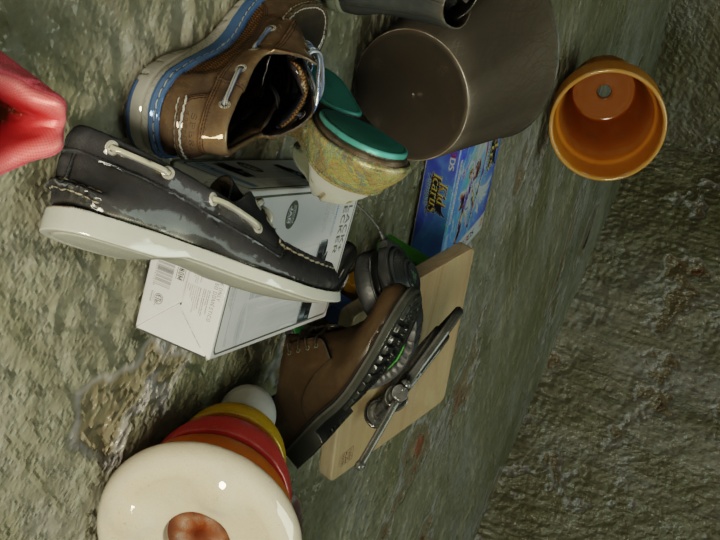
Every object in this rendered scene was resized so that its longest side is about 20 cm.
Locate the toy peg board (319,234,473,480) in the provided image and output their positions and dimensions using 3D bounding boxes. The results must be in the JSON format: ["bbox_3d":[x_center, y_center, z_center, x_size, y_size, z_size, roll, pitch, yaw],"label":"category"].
[{"bbox_3d":[0.009,0.074,1.061,0.198,0.097,0.203,-27,135,-44],"label":"toy peg board"}]

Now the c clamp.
[{"bbox_3d":[0.037,0.105,0.942,0.172,0.027,0.200,-55,176,-9],"label":"c clamp"}]

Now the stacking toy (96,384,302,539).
[{"bbox_3d":[-0.100,0.151,0.766,0.201,0.143,0.149,-71,173,-67],"label":"stacking toy"}]

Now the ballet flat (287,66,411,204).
[{"bbox_3d":[-0.018,-0.083,0.688,0.201,0.069,0.072,-122,-141,-58],"label":"ballet flat"}]

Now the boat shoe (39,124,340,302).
[{"bbox_3d":[-0.085,-0.025,0.579,0.198,0.073,0.062,17,80,-38],"label":"boat shoe"}]

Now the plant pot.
[{"bbox_3d":[0.433,-0.290,1.797,0.184,0.196,0.203,-71,171,-57],"label":"plant pot"}]

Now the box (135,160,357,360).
[{"bbox_3d":[-0.072,-0.016,0.733,0.199,0.059,0.119,-14,122,-70],"label":"box"}]

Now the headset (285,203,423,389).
[{"bbox_3d":[0.000,0.000,0.878,0.094,0.121,0.204,-42,140,-66],"label":"headset"}]

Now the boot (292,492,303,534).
[{"bbox_3d":[-0.096,0.330,0.997,0.167,0.071,0.202,-54,152,-38],"label":"boot"}]

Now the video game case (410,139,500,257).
[{"bbox_3d":[0.123,-0.116,1.245,0.181,0.045,0.203,-45,149,-57],"label":"video game case"}]

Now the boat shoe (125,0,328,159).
[{"bbox_3d":[-0.061,-0.118,0.639,0.201,0.071,0.073,-52,155,-46],"label":"boat shoe"}]

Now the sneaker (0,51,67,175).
[{"bbox_3d":[-0.174,-0.058,0.338,0.200,0.085,0.075,-29,135,-65],"label":"sneaker"}]

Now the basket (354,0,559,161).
[{"bbox_3d":[0.088,-0.183,0.937,0.200,0.134,0.184,-39,132,-52],"label":"basket"}]

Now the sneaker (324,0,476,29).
[{"bbox_3d":[0.059,-0.245,0.815,0.201,0.105,0.076,-53,155,-44],"label":"sneaker"}]

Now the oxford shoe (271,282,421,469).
[{"bbox_3d":[-0.025,0.073,0.830,0.201,0.084,0.072,-50,171,28],"label":"oxford shoe"}]
